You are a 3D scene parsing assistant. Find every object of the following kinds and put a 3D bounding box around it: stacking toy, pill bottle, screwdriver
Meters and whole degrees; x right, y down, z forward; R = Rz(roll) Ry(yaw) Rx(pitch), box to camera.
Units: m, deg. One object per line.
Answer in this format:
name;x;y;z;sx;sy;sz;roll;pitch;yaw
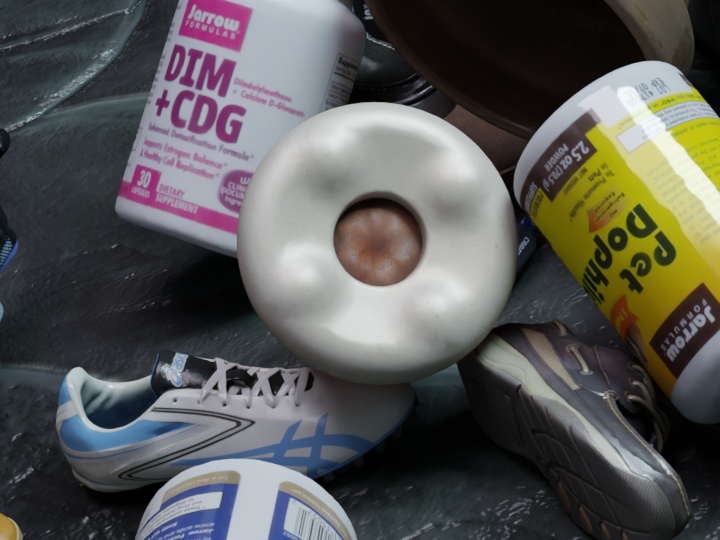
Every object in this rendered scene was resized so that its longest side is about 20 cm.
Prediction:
stacking toy;0.000;0.000;1.583;0.146;0.147;0.200;-23;-7;-10
pill bottle;0.172;-0.001;1.476;0.109;0.109;0.200;-29;66;-20
pill bottle;-0.064;0.187;1.351;0.110;0.111;0.200;-9;31;13
pill bottle;-0.063;-0.110;1.723;0.113;0.201;0.113;17;0;0
screwdriver;0.114;-0.041;1.714;0.029;0.028;0.200;32;48;13

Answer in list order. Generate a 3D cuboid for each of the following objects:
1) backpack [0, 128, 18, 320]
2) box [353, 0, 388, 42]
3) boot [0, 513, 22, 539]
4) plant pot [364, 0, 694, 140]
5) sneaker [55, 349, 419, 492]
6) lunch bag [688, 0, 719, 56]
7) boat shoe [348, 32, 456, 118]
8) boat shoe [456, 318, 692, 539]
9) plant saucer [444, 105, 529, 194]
backpack;-0.308;0.016;1.707;0.182;0.148;0.200;-2;29;24
box;0.068;-0.188;1.910;0.199;0.044;0.160;-3;16;21
boot;-0.285;0.129;1.519;0.200;0.145;0.071;-22;32;-9
plant pot;0.125;-0.195;1.683;0.200;0.201;0.175;12;57;39
sneaker;-0.069;0.075;1.572;0.199;0.073;0.072;-7;30;14
lunch bag;0.261;-0.221;1.777;0.139;0.168;0.200;-13;29;-12
boat shoe;-0.031;-0.129;1.809;0.199;0.071;0.072;10;40;36
boat shoe;0.117;0.070;1.487;0.073;0.075;0.200;-26;33;-14
plant saucer;0.053;-0.085;1.804;0.199;0.037;0.201;-12;31;7
